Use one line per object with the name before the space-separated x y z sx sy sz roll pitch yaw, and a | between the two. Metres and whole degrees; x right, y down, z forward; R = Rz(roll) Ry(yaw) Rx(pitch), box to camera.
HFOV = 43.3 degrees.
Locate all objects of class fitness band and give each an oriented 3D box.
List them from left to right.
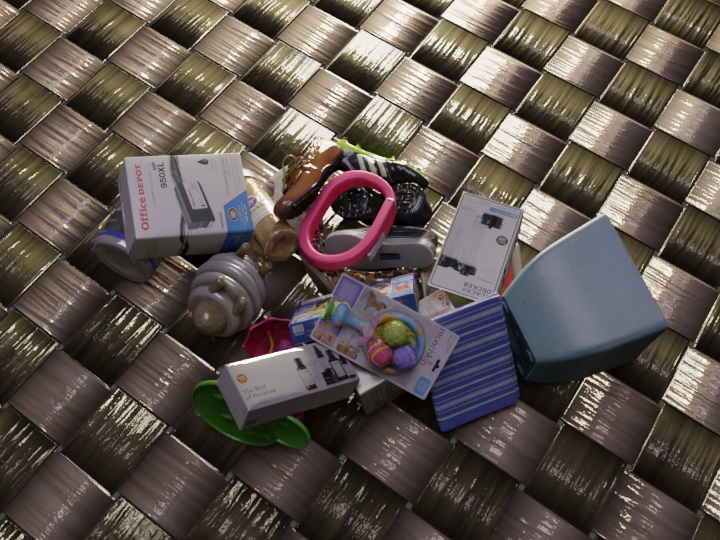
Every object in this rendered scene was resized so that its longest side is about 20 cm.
fitness band | -0.021 -0.085 1.512 0.141 0.038 0.202 17 60 24

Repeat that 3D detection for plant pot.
plant pot | 0.322 0.070 1.417 0.196 0.197 0.199 -23 71 -9

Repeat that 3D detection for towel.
towel | 0.167 0.143 1.394 0.142 0.204 0.024 -20 26 -10

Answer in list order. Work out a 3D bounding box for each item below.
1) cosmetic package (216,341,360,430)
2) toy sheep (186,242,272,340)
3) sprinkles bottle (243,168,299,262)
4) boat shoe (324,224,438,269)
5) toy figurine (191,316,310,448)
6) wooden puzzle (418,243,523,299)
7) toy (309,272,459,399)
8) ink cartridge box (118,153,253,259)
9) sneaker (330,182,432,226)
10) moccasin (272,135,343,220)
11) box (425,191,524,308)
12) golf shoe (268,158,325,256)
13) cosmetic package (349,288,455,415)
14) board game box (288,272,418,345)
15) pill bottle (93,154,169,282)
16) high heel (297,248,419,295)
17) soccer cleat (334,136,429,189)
cosmetic package | -0.102 0.160 1.315 0.197 0.051 0.083 -11 53 -38
toy sheep | -0.212 0.031 1.483 0.135 0.140 0.201 23 43 13
sprinkles bottle | -0.174 -0.097 1.566 0.067 0.069 0.201 -25 46 -14
boat shoe | 0.037 -0.045 1.565 0.195 0.072 0.064 6 40 12
toy figurine | -0.134 0.158 1.408 0.196 0.152 0.186 13 50 18
wooden puzzle | 0.195 0.037 1.535 0.180 0.038 0.204 -5 59 -2
toy | 0.032 0.103 1.322 0.197 0.117 0.047 29 19 0
ink cartridge box | -0.288 -0.107 1.488 0.196 0.084 0.148 -6 71 -24
sneaker | 0.036 -0.107 1.601 0.196 0.091 0.077 10 72 31
moccasin | -0.098 -0.162 1.539 0.077 0.074 0.203 32 54 -1
box | 0.192 -0.023 1.512 0.114 0.061 0.203 18 60 12
golf shoe | -0.115 -0.098 1.605 0.090 0.075 0.204 -17 60 16
cosmetic package | 0.068 0.128 1.427 0.197 0.104 0.088 -29 64 -9
board game box | -0.007 0.057 1.412 0.195 0.136 0.035 -14 102 7
pill bottle | -0.364 -0.093 1.565 0.111 0.115 0.203 19 60 11
high heel | 0.000 0.000 1.533 0.200 0.072 0.142 44 71 8
soccer cleat | 0.028 -0.173 1.650 0.196 0.068 0.083 21 79 13
